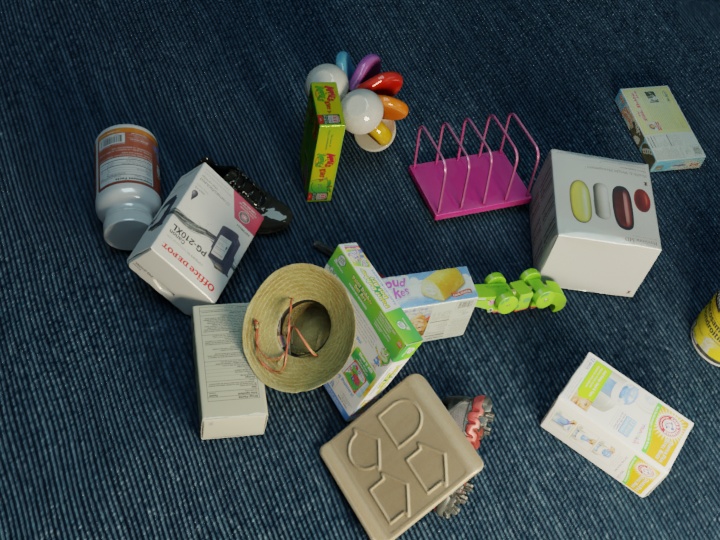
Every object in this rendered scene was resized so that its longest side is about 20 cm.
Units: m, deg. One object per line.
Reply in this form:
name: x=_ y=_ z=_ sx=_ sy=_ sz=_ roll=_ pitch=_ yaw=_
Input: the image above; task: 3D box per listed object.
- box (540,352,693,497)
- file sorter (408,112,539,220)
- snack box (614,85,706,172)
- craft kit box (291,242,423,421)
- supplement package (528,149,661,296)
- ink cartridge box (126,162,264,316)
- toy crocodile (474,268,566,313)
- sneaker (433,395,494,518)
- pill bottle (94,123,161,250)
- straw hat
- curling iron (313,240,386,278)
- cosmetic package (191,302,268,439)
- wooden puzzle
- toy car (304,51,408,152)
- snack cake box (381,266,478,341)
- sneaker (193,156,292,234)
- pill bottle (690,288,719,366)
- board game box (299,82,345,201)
box: x=0.408 y=0.246 z=1.575 sx=0.199 sy=0.102 sz=0.113 roll=35 pitch=57 yaw=14
file sorter: x=0.211 y=-0.201 z=1.819 sx=0.198 sy=0.126 sz=0.140 roll=-11 pitch=49 yaw=-17
snack box: x=0.613 y=-0.294 z=2.025 sx=0.115 sy=0.037 sz=0.202 roll=-6 pitch=57 yaw=-15
craft kit box: x=-0.015 y=0.096 z=1.541 sx=0.048 sy=0.198 sz=0.201 roll=-11 pitch=56 yaw=-41
supplement package: x=0.416 y=-0.085 z=1.777 sx=0.189 sy=0.148 sz=0.202 roll=7 pitch=54 yaw=-5
ink cartridge box: x=-0.269 y=-0.051 z=1.625 sx=0.145 sy=0.084 sz=0.201 roll=43 pitch=51 yaw=-23
toy crocodile: x=0.267 y=0.044 z=1.696 sx=0.198 sy=0.062 sz=0.068 roll=-5 pitch=41 yaw=-26
sneaker: x=0.137 y=0.280 z=1.523 sx=0.097 sy=0.071 sz=0.202 roll=12 pitch=64 yaw=19
pill bottle: x=-0.396 y=-0.141 z=1.683 sx=0.111 sy=0.113 sz=0.202 roll=-2 pitch=57 yaw=-12
straw hat: x=-0.078 y=0.088 z=1.510 sx=0.199 sy=0.085 sz=0.204 roll=-2 pitch=86 yaw=26
curling iron: x=0.000 y=0.000 z=1.708 sx=0.199 sy=0.026 sz=0.049 roll=35 pitch=30 yaw=18
cosmetic package: x=-0.207 y=0.155 z=1.540 sx=0.104 sy=0.071 sz=0.202 roll=-1 pitch=56 yaw=-12
wooden puzzle: x=0.062 y=0.284 z=1.486 sx=0.199 sy=0.046 sz=0.186 roll=-37 pitch=60 yaw=2
toy car: x=0.002 y=-0.327 z=1.830 sx=0.199 sy=0.175 sz=0.151 roll=38 pitch=91 yaw=16
snack cake box: x=0.083 y=0.065 z=1.631 sx=0.198 sy=0.116 sz=0.068 roll=-8 pitch=56 yaw=-17
sneaker: x=-0.210 y=-0.132 z=1.726 sx=0.198 sy=0.091 sz=0.076 roll=23 pitch=52 yaw=4
pill bottle: x=0.653 y=0.072 z=1.681 sx=0.111 sy=0.201 sz=0.113 roll=5 pitch=54 yaw=-7
board game box: x=-0.070 y=-0.225 z=1.748 sx=0.047 sy=0.201 sz=0.103 roll=-4 pitch=56 yaw=-13
